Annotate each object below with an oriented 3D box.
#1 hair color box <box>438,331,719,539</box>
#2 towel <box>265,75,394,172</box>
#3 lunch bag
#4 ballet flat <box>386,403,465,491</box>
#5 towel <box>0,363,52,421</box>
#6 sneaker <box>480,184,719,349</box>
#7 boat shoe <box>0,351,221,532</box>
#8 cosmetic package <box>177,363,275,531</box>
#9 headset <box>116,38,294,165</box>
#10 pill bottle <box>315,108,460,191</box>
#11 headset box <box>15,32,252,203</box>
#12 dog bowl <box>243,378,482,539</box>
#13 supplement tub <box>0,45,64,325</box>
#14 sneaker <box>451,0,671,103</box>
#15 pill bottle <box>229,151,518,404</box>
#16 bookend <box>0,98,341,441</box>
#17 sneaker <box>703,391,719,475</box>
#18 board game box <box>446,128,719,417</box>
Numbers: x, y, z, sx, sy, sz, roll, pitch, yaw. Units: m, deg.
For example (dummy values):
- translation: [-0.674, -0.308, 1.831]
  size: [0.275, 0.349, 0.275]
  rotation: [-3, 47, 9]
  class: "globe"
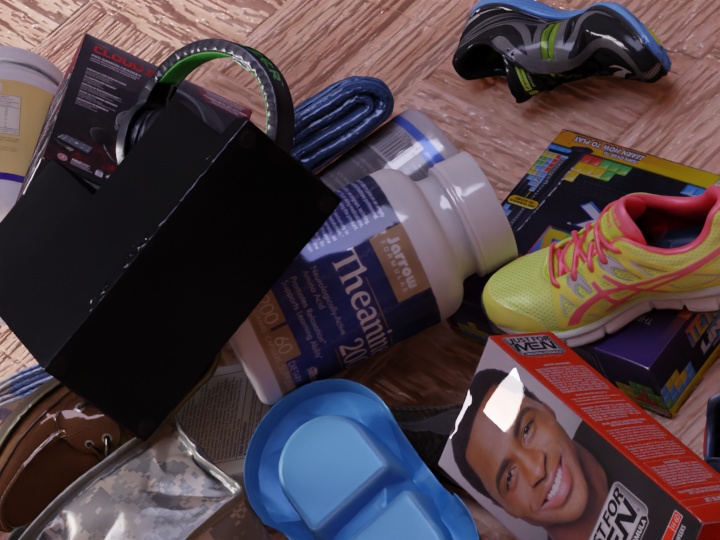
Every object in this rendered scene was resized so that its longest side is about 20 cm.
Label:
- translation: [0.143, 0.132, 1.459]
  size: [0.061, 0.102, 0.200]
  rotation: [-3, 32, -41]
  class: "hair color box"
- translation: [-0.031, -0.104, 1.790]
  size: [0.112, 0.049, 0.200]
  rotation: [-35, 2, -3]
  class: "towel"
- translation: [-0.149, 0.219, 1.532]
  size: [0.200, 0.164, 0.118]
  rotation: [-38, 46, -12]
  class: "lunch bag"
- translation: [0.056, 0.118, 1.606]
  size: [0.200, 0.068, 0.046]
  rotation: [0, 8, 31]
  class: "ballet flat"
- translation: [-0.199, 0.067, 1.763]
  size: [0.200, 0.024, 0.147]
  rotation: [-24, -2, 4]
  class: "towel"
- translation: [0.167, -0.013, 1.558]
  size: [0.200, 0.090, 0.078]
  rotation: [-15, 45, 19]
  class: "sneaker"
- translation: [-0.178, 0.104, 1.625]
  size: [0.068, 0.072, 0.200]
  rotation: [32, 75, 36]
  class: "boat shoe"
- translation: [-0.140, 0.136, 1.680]
  size: [0.200, 0.073, 0.104]
  rotation: [-12, 44, 20]
  class: "cosmetic package"
- translation: [-0.115, -0.066, 1.698]
  size: [0.123, 0.094, 0.200]
  rotation: [38, 103, 30]
  class: "headset"
- translation: [-0.010, -0.016, 1.727]
  size: [0.200, 0.114, 0.114]
  rotation: [-37, 41, -8]
  class: "pill bottle"
- translation: [-0.172, -0.086, 1.840]
  size: [0.077, 0.149, 0.200]
  rotation: [-57, 14, 35]
  class: "headset box"
- translation: [0.008, 0.161, 1.550]
  size: [0.111, 0.050, 0.200]
  rotation: [-42, 58, 4]
  class: "dog bowl"
- translation: [-0.291, -0.071, 1.918]
  size: [0.145, 0.146, 0.200]
  rotation: [-19, 42, 12]
  class: "supplement tub"
- translation: [0.152, -0.160, 1.819]
  size: [0.199, 0.071, 0.083]
  rotation: [11, 60, 43]
  class: "sneaker"
- translation: [0.000, 0.000, 1.613]
  size: [0.200, 0.111, 0.111]
  rotation: [-26, 41, -5]
  class: "pill bottle"
- translation: [-0.144, -0.024, 1.564]
  size: [0.199, 0.092, 0.200]
  rotation: [-51, 33, -1]
  class: "bookend"
- translation: [0.243, 0.152, 1.436]
  size: [0.075, 0.085, 0.200]
  rotation: [-23, 42, 7]
  class: "sneaker"
- translation: [0.174, -0.003, 1.653]
  size: [0.200, 0.057, 0.165]
  rotation: [20, 60, 41]
  class: "board game box"
